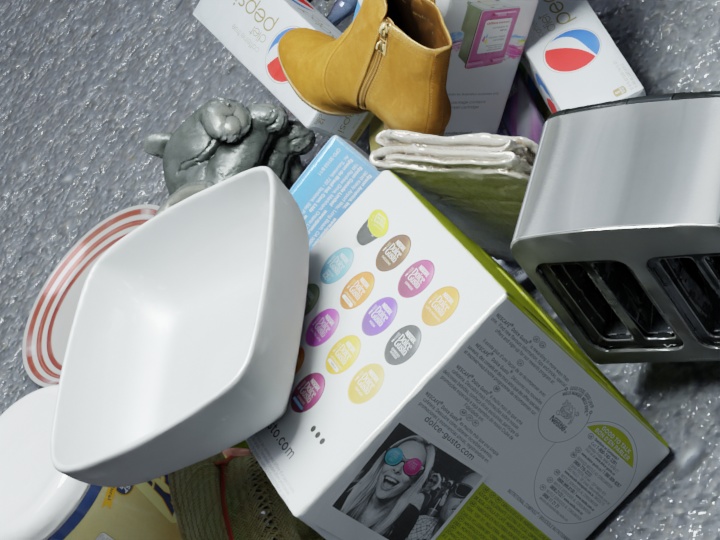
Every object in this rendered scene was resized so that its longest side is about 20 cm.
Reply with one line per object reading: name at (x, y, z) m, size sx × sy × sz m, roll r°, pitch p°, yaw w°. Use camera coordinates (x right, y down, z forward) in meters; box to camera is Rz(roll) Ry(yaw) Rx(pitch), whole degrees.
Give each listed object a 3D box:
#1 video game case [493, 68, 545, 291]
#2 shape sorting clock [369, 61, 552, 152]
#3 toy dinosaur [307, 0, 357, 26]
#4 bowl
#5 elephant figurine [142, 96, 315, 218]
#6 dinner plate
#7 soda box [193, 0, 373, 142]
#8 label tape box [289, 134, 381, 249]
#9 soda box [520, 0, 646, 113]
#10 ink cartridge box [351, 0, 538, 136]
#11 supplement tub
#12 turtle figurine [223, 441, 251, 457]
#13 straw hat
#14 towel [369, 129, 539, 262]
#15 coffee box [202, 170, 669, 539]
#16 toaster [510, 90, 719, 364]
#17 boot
video game case at (0.097, -0.057, 1.675) m, size 0.143 × 0.019 × 0.201 m, roll -37°, pitch 46°, yaw 17°
shape sorting clock at (0.092, -0.144, 1.772) m, size 0.199 × 0.039 × 0.201 m, roll -19°, pitch 55°, yaw 30°
toy dinosaur at (-0.003, -0.285, 1.921) m, size 0.105 × 0.199 × 0.183 m, roll 51°, pitch 133°, yaw 46°
bowl at (-0.111, 0.049, 1.432) m, size 0.199 × 0.075 × 0.201 m, roll -25°, pitch 42°, yaw 33°
elephant figurine at (-0.113, -0.037, 1.831) m, size 0.155 × 0.140 × 0.202 m, roll 138°, pitch 140°, yaw -64°
dinner plate at (-0.237, 0.027, 1.981) m, size 0.199 × 0.024 × 0.201 m, roll -29°, pitch 39°, yaw 26°
soda box at (-0.059, -0.191, 1.837) m, size 0.068 × 0.063 × 0.200 m, roll -56°, pitch 48°, yaw 14°
label tape box at (0.015, 0.015, 1.619) m, size 0.144 × 0.200 × 0.066 m, roll -51°, pitch -2°, yaw 5°
soda box at (0.161, -0.166, 1.655) m, size 0.063 × 0.068 × 0.201 m, roll -27°, pitch 48°, yaw 2°
ink cartridge box at (0.068, -0.217, 1.652) m, size 0.145 × 0.084 × 0.201 m, roll -119°, pitch 36°, yaw -44°
supplement tub at (-0.191, 0.194, 1.616) m, size 0.144 × 0.200 × 0.145 m, roll -28°, pitch 40°, yaw 26°
turtle figurine at (-0.101, 0.081, 1.731) m, size 0.200 × 0.064 × 0.162 m, roll -40°, pitch 42°, yaw 47°
straw hat at (-0.069, 0.174, 1.544) m, size 0.085 × 0.202 × 0.202 m, roll -19°, pitch 41°, yaw 8°
towel at (0.106, -0.050, 1.510) m, size 0.132 × 0.200 × 0.035 m, roll 6°, pitch 72°, yaw 35°
coffee box at (0.049, 0.092, 1.451) m, size 0.198 × 0.200 × 0.200 m, roll -46°, pitch 35°, yaw 4°
toaster at (0.213, -0.027, 1.384) m, size 0.180 × 0.200 × 0.119 m, roll -4°, pitch 52°, yaw 35°
boot at (0.007, -0.173, 1.595) m, size 0.070 × 0.145 × 0.201 m, roll -20°, pitch 48°, yaw -27°
